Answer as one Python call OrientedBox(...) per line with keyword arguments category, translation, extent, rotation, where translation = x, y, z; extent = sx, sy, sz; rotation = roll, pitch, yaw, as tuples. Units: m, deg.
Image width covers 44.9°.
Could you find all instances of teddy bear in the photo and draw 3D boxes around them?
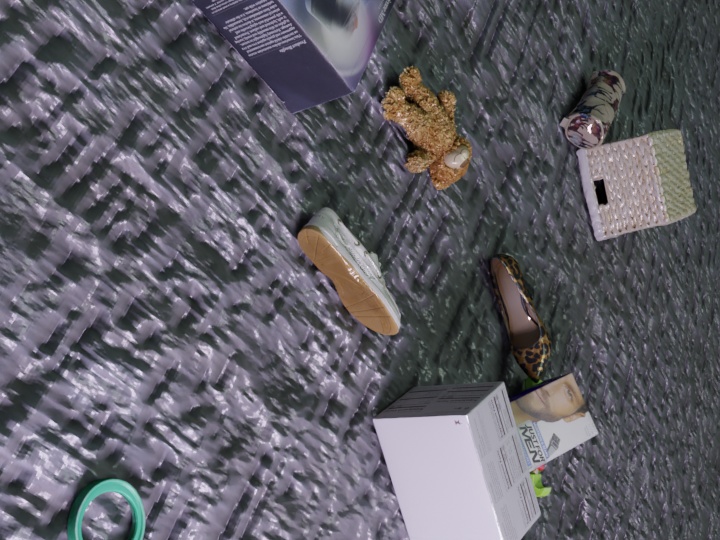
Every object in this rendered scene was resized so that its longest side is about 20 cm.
OrientedBox(category="teddy bear", translation=(0.108, -0.216, 1.326), extent=(0.145, 0.067, 0.200), rotation=(-43, 114, -42))

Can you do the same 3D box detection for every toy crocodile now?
OrientedBox(category="toy crocodile", translation=(0.286, 0.274, 1.440), extent=(0.067, 0.062, 0.201), rotation=(31, 59, -42))

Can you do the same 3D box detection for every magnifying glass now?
OrientedBox(category="magnifying glass", translation=(-0.244, 0.304, 0.846), extent=(0.079, 0.022, 0.201), rotation=(6, 79, -49))

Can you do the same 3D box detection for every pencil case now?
OrientedBox(category="pencil case", translation=(0.477, -0.333, 1.772), extent=(0.089, 0.078, 0.200), rotation=(37, 50, -4))

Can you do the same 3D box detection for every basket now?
OrientedBox(category="basket", translation=(0.572, -0.179, 1.793), extent=(0.200, 0.161, 0.199), rotation=(-15, 93, -51))

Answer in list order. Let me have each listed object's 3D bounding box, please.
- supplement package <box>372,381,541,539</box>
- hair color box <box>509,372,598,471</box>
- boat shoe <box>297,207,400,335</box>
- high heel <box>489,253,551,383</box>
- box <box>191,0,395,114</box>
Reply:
OrientedBox(category="supplement package", translation=(0.132, 0.268, 1.188), extent=(0.111, 0.155, 0.201), rotation=(-27, 103, -51))
OrientedBox(category="hair color box", translation=(0.271, 0.247, 1.372), extent=(0.200, 0.065, 0.110), rotation=(-18, 82, -35))
OrientedBox(category="boat shoe", translation=(0.000, 0.000, 1.153), extent=(0.200, 0.071, 0.069), rotation=(54, 48, -26))
OrientedBox(category="high heel", translation=(0.252, 0.075, 1.426), extent=(0.143, 0.071, 0.201), rotation=(42, 37, -44))
OrientedBox(category="box", translation=(-0.073, -0.346, 1.100), extent=(0.198, 0.123, 0.200), rotation=(46, 51, -36))
